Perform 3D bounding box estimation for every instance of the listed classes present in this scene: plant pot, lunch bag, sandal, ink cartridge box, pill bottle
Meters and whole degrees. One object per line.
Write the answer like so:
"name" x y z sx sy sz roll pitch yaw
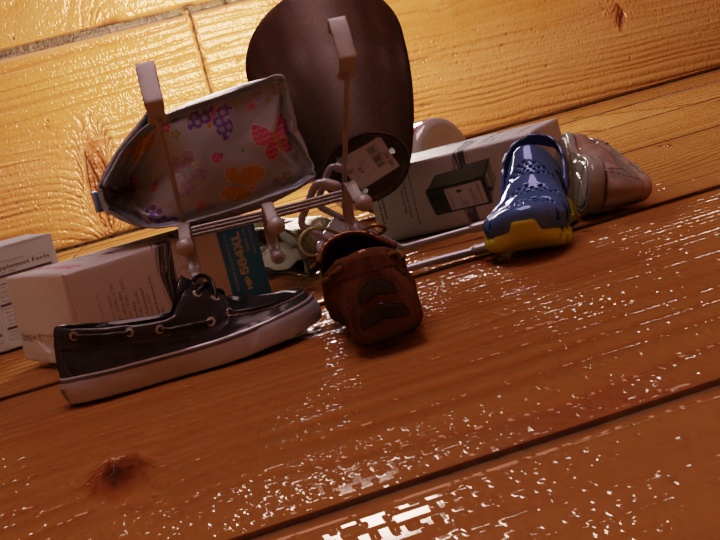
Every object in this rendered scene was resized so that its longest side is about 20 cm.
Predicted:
"plant pot" -0.016 -0.172 1.124 0.185 0.188 0.201 -15 46 -4
"lunch bag" -0.157 -0.105 1.004 0.198 0.128 0.170 -21 5 -7
"sandal" 0.145 -0.067 0.911 0.078 0.088 0.200 -5 12 13
"ink cartridge box" -0.208 0.017 0.987 0.199 0.085 0.145 -19 10 -38
"ink cartridge box" 0.126 -0.103 1.188 0.198 0.085 0.146 -12 9 24
"pill bottle" 0.048 -0.140 1.469 0.115 0.117 0.199 -22 11 -42

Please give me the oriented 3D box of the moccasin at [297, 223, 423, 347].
"moccasin" -0.002 0.001 0.746 0.073 0.079 0.201 -18 6 3

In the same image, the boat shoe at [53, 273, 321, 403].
"boat shoe" -0.128 0.037 0.774 0.198 0.067 0.070 -16 8 -7

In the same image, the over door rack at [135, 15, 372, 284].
"over door rack" -0.069 -0.069 0.751 0.146 0.201 0.067 -15 53 -9

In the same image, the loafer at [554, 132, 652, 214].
"loafer" 0.234 -0.092 1.036 0.062 0.073 0.200 2 15 1

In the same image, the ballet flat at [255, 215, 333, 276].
"ballet flat" -0.090 -0.022 1.130 0.070 0.072 0.199 -20 10 -33

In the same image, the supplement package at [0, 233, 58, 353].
"supplement package" -0.428 0.030 1.205 0.154 0.112 0.200 -18 9 -23

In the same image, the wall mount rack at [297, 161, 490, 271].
"wall mount rack" 0.033 -0.039 0.987 0.172 0.075 0.200 24 14 -1
